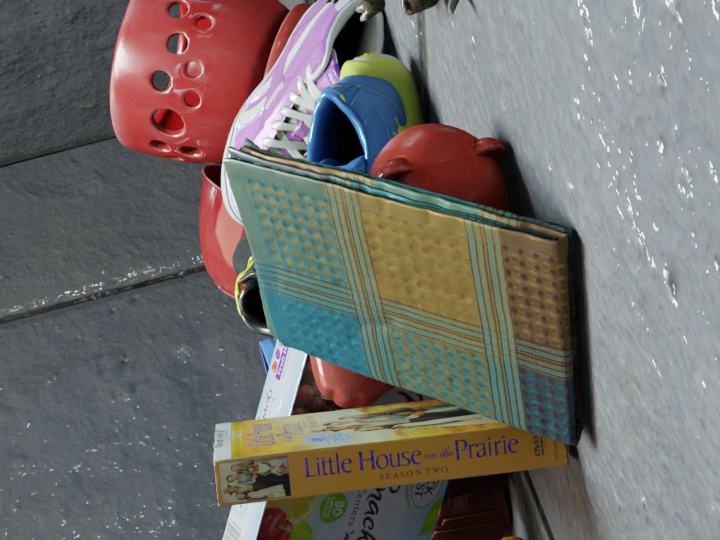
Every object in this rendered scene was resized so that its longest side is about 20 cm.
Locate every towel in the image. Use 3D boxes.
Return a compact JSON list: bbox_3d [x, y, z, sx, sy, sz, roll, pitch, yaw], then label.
[{"bbox_3d":[0.024,0.011,0.712,0.200,0.022,0.147,16,137,29],"label":"towel"}]

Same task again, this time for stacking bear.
[{"bbox_3d":[0.034,-0.012,0.785,0.200,0.121,0.114,105,154,-63],"label":"stacking bear"}]

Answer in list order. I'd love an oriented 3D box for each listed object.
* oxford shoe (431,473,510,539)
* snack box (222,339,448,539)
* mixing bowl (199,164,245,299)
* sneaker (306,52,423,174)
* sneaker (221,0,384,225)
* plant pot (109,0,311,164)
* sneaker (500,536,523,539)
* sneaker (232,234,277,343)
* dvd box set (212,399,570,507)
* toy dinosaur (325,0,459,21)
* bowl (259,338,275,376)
[{"bbox_3d":[0.078,0.165,1.055,0.200,0.070,0.075,97,163,-49],"label":"oxford shoe"},{"bbox_3d":[-0.006,0.130,0.935,0.053,0.142,0.200,28,105,58],"label":"snack box"},{"bbox_3d":[-0.089,-0.022,1.392,0.200,0.200,0.108,-119,50,-69],"label":"mixing bowl"},{"bbox_3d":[0.004,-0.046,0.930,0.105,0.076,0.200,-31,-69,-54],"label":"sneaker"},{"bbox_3d":[-0.044,-0.122,1.019,0.201,0.073,0.114,-67,19,3],"label":"sneaker"},{"bbox_3d":[-0.136,-0.203,1.369,0.200,0.182,0.200,12,-90,-81],"label":"plant pot"},{"bbox_3d":[0.111,0.264,0.949,0.200,0.076,0.092,-118,10,-73],"label":"sneaker"},{"bbox_3d":[-0.066,0.006,1.046,0.200,0.085,0.075,23,119,59],"label":"sneaker"},{"bbox_3d":[0.011,0.104,0.810,0.146,0.200,0.029,-165,70,-85],"label":"dvd box set"},{"bbox_3d":[-0.010,-0.195,0.765,0.102,0.077,0.200,44,-163,-44],"label":"toy dinosaur"},{"bbox_3d":[-0.040,0.151,1.146,0.201,0.039,0.201,163,90,-83],"label":"bowl"}]
